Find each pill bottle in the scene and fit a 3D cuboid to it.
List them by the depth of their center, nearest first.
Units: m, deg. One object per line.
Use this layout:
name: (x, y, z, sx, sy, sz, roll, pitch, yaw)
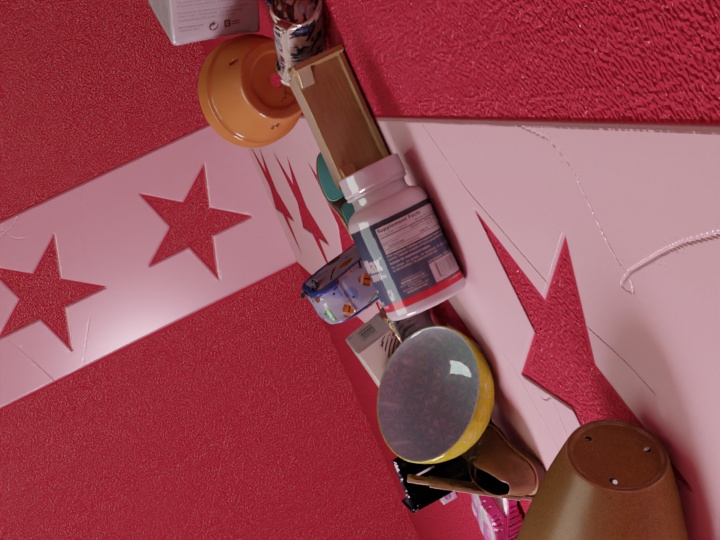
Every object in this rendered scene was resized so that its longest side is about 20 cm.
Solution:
pill bottle: (0.051, -0.047, 1.342, 0.202, 0.118, 0.120, 65, 172, -3)

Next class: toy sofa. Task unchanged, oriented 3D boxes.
toy sofa: (-0.029, -0.220, 1.460, 0.202, 0.082, 0.098, 65, 173, -5)

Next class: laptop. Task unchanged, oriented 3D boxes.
laptop: (0.137, 0.311, 1.651, 0.103, 0.175, 0.202, 52, 166, 53)

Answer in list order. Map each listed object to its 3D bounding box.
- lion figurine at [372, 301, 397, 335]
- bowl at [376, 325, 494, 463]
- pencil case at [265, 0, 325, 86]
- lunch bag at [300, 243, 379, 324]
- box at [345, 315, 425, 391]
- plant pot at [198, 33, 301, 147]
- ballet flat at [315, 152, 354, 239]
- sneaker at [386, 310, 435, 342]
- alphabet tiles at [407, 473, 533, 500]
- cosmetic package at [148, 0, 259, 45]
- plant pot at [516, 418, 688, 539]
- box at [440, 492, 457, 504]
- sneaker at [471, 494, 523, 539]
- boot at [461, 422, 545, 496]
lion figurine: (0.043, 0.041, 1.822, 0.122, 0.072, 0.203, -17, -91, -70)
bowl: (0.130, 0.192, 1.473, 0.107, 0.201, 0.201, 22, -155, -42)
pencil case: (-0.094, -0.347, 1.472, 0.078, 0.090, 0.200, 38, 166, 10)
lunch bag: (0.000, 0.000, 1.521, 0.076, 0.199, 0.160, 56, 173, -13)
box: (0.062, 0.174, 1.577, 0.201, 0.068, 0.082, 55, 175, -22)
plant pot: (-0.173, -0.327, 1.763, 0.140, 0.199, 0.202, -2, 115, 63)
ballet flat: (-0.022, -0.124, 1.780, 0.202, 0.070, 0.065, 66, -173, 15)
sneaker: (0.086, 0.098, 1.604, 0.080, 0.076, 0.201, 37, -165, -45)
alphabet tiles: (0.167, 0.325, 1.495, 0.166, 0.197, 0.006, 62, -144, -82)
cosmetic package: (-0.287, -0.529, 1.778, 0.201, 0.165, 0.168, -124, 27, -47)
plant pot: (0.231, 0.248, 0.943, 0.187, 0.184, 0.202, -126, 26, -51)
box: (0.169, 0.452, 2.360, 0.039, 0.041, 0.202, 166, 80, -82)
sneaker: (0.240, 0.424, 1.711, 0.088, 0.080, 0.203, -138, 32, -73)
boot: (0.181, 0.275, 1.465, 0.199, 0.074, 0.075, 24, 119, 58)
